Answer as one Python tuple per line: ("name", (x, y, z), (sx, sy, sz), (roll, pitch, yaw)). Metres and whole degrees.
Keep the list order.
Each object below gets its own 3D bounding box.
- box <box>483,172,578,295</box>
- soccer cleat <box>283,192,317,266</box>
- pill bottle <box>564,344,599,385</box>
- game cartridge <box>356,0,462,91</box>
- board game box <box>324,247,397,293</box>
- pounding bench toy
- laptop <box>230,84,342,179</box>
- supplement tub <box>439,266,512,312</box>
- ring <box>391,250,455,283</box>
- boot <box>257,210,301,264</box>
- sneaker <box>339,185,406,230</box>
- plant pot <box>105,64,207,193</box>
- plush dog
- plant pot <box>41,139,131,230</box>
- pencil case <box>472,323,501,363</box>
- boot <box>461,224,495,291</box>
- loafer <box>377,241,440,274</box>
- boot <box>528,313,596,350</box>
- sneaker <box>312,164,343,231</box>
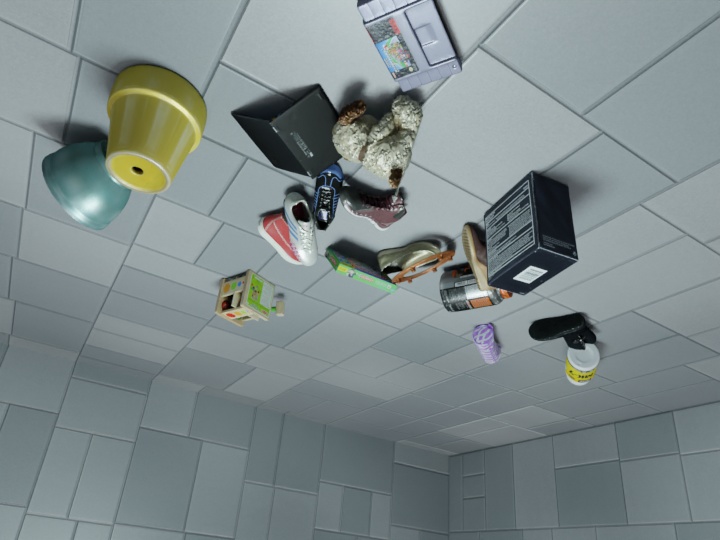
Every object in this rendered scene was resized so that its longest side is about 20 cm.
("box", (0.396, -0.081, 1.327), (0.120, 0.204, 0.200), (13, 151, -19))
("soccer cleat", (-0.147, -0.097, 1.431), (0.086, 0.069, 0.205), (28, 138, 57))
("pill bottle", (0.823, 0.349, 2.093), (0.111, 0.117, 0.201), (-3, 150, 15))
("game cartridge", (0.089, -0.408, 0.984), (0.126, 0.039, 0.200), (-14, 145, 24))
("board game box", (0.000, 0.000, 1.631), (0.196, 0.135, 0.030), (22, 102, -26))
("pounding bench toy", (-0.368, 0.113, 1.886), (0.153, 0.128, 0.199), (-15, 145, 33))
("laptop", (-0.143, -0.306, 1.228), (0.197, 0.117, 0.188), (-33, 142, 7))
("supplement tub", (0.338, 0.048, 1.644), (0.195, 0.126, 0.122), (-13, 146, 29))
("ring", (0.180, -0.004, 1.582), (0.196, 0.020, 0.201), (-23, 168, -5))
("boot", (-0.169, -0.093, 1.549), (0.141, 0.074, 0.200), (-15, 141, 30))
("sneaker", (0.043, -0.173, 1.375), (0.114, 0.078, 0.198), (-23, 151, 33))
("plant pot", (-0.432, -0.275, 1.151), (0.194, 0.194, 0.202), (5, 151, 3))
("plush dog", (0.021, -0.257, 1.152), (0.167, 0.164, 0.201), (21, 152, 4))
("plant pot", (-0.612, -0.217, 1.311), (0.132, 0.203, 0.201), (-30, 143, 7))
("pencil case", (0.468, 0.271, 2.059), (0.085, 0.085, 0.201), (-36, 145, 1))
("boot", (0.369, -0.056, 1.511), (0.163, 0.073, 0.204), (-24, 110, -2))
("loafer", (0.138, -0.028, 1.603), (0.195, 0.070, 0.076), (-12, 147, 29))
("boot", (0.699, 0.226, 1.937), (0.196, 0.078, 0.168), (-19, 139, 27))
("sneaker", (-0.081, -0.174, 1.376), (0.068, 0.080, 0.201), (7, 151, -2))
